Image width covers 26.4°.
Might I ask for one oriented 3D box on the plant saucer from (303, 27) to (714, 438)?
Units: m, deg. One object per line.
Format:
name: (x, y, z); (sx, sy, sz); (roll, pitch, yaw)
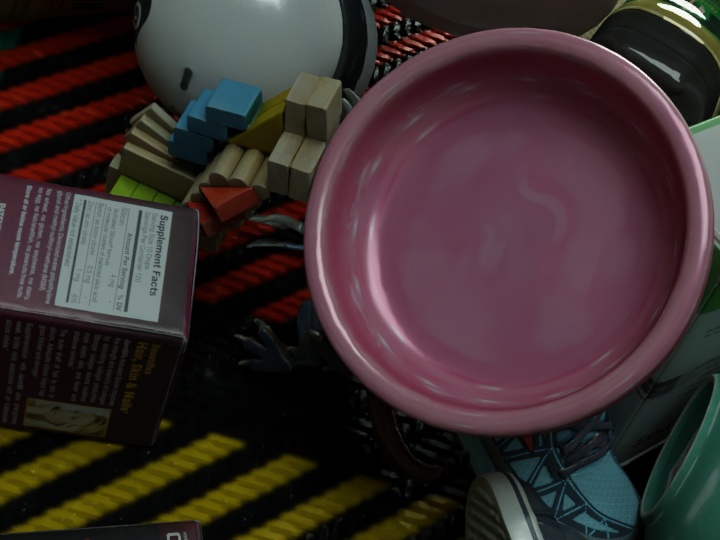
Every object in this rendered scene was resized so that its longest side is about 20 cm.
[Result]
plant saucer: (0.073, -0.016, 0.752); (0.200, 0.051, 0.201); (-4, 77, 18)

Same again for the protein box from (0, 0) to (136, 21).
protein box: (-0.164, -0.278, 0.965); (0.200, 0.135, 0.199); (-8, 76, -23)

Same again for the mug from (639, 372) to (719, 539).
mug: (0.225, 0.105, 0.814); (0.114, 0.152, 0.185); (26, 76, 5)

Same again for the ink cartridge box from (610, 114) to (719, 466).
ink cartridge box: (0.194, 0.006, 0.858); (0.146, 0.200, 0.084); (-22, 60, -30)

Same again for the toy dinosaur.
toy dinosaur: (0.000, 0.000, 0.905); (0.200, 0.105, 0.182); (59, 40, -15)

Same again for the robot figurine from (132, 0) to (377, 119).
robot figurine: (-0.060, -0.138, 0.901); (0.125, 0.200, 0.151); (-10, 93, 11)

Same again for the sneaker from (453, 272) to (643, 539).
sneaker: (0.097, 0.070, 0.817); (0.200, 0.095, 0.079); (52, 47, -10)

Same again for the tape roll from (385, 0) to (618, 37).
tape roll: (0.072, -0.223, 0.914); (0.202, 0.202, 0.071); (24, 65, 1)

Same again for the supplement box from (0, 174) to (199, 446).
supplement box: (-0.190, 0.015, 0.785); (0.200, 0.110, 0.086); (10, 52, -11)

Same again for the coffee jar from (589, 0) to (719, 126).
coffee jar: (0.201, -0.142, 0.937); (0.085, 0.104, 0.200); (34, 53, 13)

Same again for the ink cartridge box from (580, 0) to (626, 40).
ink cartridge box: (0.191, -0.113, 1.026); (0.165, 0.075, 0.200); (-14, 59, -27)

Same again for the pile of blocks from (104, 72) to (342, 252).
pile of blocks: (-0.089, -0.047, 0.821); (0.082, 0.200, 0.062); (40, 49, -19)

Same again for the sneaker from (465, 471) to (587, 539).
sneaker: (0.114, 0.193, 0.771); (0.079, 0.078, 0.200); (-10, 69, -18)

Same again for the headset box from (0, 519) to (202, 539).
headset box: (-0.144, 0.198, 0.685); (0.200, 0.077, 0.149); (-1, 55, -19)
